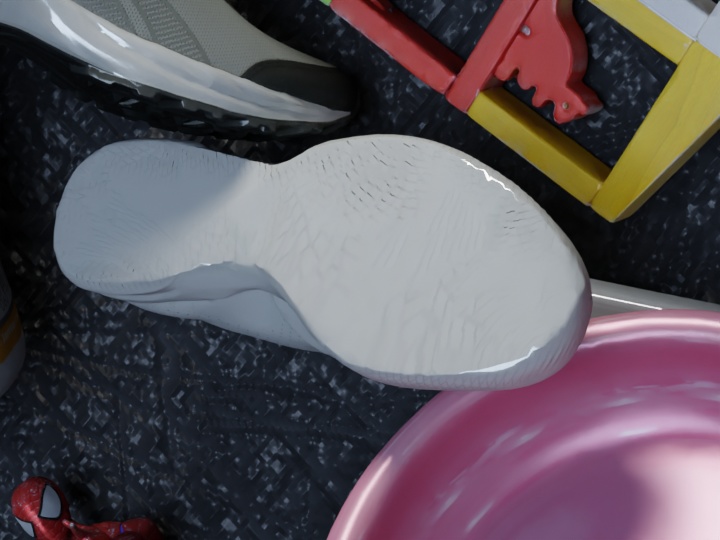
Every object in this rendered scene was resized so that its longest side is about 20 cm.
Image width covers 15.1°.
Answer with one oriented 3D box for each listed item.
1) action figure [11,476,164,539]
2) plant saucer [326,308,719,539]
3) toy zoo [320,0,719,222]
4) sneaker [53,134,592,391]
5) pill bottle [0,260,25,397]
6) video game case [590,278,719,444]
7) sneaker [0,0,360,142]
[{"bbox_3d":[-0.069,0.154,0.935,0.065,0.099,0.200,-39,78,12],"label":"action figure"},{"bbox_3d":[0.084,0.108,0.804,0.200,0.051,0.201,-11,55,16],"label":"plant saucer"},{"bbox_3d":[0.063,-0.107,0.865,0.200,0.020,0.131,39,114,16],"label":"toy zoo"},{"bbox_3d":[0.000,0.000,0.877,0.200,0.088,0.075,13,79,37],"label":"sneaker"},{"bbox_3d":[-0.196,-0.039,0.928,0.116,0.116,0.200,-6,113,27],"label":"pill bottle"},{"bbox_3d":[0.134,0.106,0.867,0.200,0.023,0.182,12,104,23],"label":"video game case"},{"bbox_3d":[-0.084,-0.096,0.871,0.074,0.200,0.079,1,68,66],"label":"sneaker"}]
